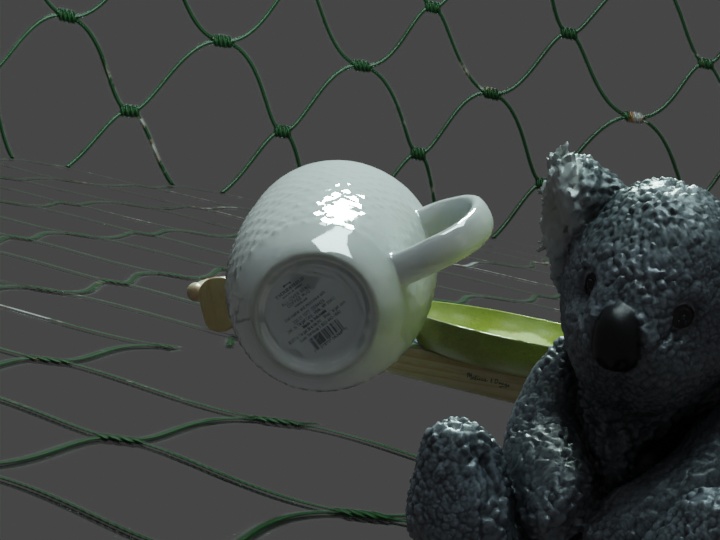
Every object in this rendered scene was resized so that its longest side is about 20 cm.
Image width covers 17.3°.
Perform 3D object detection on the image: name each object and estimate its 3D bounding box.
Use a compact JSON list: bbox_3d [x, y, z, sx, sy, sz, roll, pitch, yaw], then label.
[{"bbox_3d":[0.129,0.085,1.851,0.199,0.026,0.133,13,4,22],"label":"puzzle box"},{"bbox_3d":[0.138,0.045,1.149,0.177,0.201,0.184,13,15,26],"label":"koala plush"},{"bbox_3d":[0.000,0.000,1.650,0.199,0.148,0.175,-23,10,10],"label":"mug"},{"bbox_3d":[-0.081,0.019,1.964,0.121,0.061,0.200,20,8,0],"label":"grandmother figurine"},{"bbox_3d":[0.125,0.058,1.819,0.199,0.031,0.200,12,5,-1],"label":"plant saucer"}]
